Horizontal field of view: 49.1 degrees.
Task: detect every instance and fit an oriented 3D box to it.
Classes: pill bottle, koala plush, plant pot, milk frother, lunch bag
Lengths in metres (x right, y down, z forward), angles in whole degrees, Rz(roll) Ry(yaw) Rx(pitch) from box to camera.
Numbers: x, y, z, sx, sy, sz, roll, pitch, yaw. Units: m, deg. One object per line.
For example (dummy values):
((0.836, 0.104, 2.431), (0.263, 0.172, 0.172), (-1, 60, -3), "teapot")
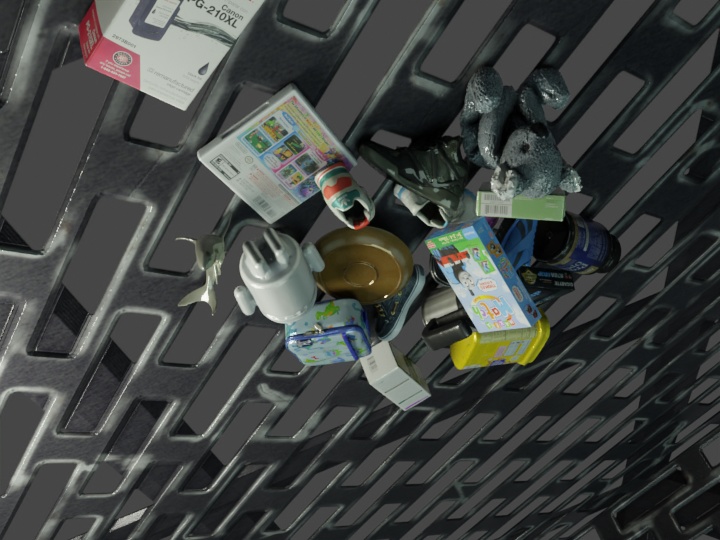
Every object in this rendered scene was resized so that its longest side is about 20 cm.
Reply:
((0.440, -0.053, 1.603), (0.197, 0.113, 0.112), (13, 131, -38), "pill bottle")
((0.260, -0.193, 1.259), (0.174, 0.202, 0.186), (-7, 141, -21), "koala plush")
((0.000, 0.000, 1.446), (0.195, 0.028, 0.202), (1, 136, 1), "plant pot")
((0.183, 0.037, 1.555), (0.179, 0.203, 0.187), (-21, 177, -39), "milk frother")
((-0.058, 0.122, 1.529), (0.157, 0.084, 0.201), (-10, 158, 3), "lunch bag")

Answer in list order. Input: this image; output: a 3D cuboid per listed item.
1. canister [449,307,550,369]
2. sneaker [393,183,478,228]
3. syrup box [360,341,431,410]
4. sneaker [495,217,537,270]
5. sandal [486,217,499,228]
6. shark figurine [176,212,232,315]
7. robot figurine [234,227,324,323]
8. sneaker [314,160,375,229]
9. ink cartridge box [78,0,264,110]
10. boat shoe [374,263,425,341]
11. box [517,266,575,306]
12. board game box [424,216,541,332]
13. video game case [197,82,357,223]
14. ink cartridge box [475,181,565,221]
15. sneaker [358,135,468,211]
((0.318, 0.158, 1.820), (0.196, 0.088, 0.150), (-4, 139, -22), "canister")
((0.147, -0.105, 1.405), (0.197, 0.088, 0.075), (10, 132, -38), "sneaker")
((0.081, 0.242, 1.800), (0.081, 0.080, 0.200), (-31, 143, 10), "syrup box")
((0.300, -0.059, 1.487), (0.078, 0.066, 0.202), (34, 77, -13), "sneaker")
((0.226, -0.055, 1.536), (0.081, 0.050, 0.205), (-8, 142, -17), "sandal")
((-0.267, -0.023, 1.313), (0.088, 0.131, 0.215), (14, 154, -6), "shark figurine")
((-0.140, 0.015, 1.373), (0.167, 0.114, 0.201), (-28, 144, -7), "robot figurine")
((-0.014, -0.098, 1.296), (0.069, 0.095, 0.200), (-28, 157, 6), "sneaker")
((-0.223, -0.315, 0.946), (0.143, 0.085, 0.200), (18, 127, -42), "ink cartridge box")
((0.050, 0.060, 1.577), (0.089, 0.072, 0.202), (7, 131, -23), "boat shoe")
((0.325, 0.047, 1.661), (0.156, 0.047, 0.199), (5, 158, -33), "box")
((0.212, 0.012, 1.379), (0.036, 0.202, 0.151), (-38, -169, -27), "board game box")
((-0.124, -0.174, 1.225), (0.180, 0.024, 0.200), (-33, 142, 11), "video game case")
((0.281, -0.129, 1.366), (0.142, 0.200, 0.049), (4, 107, 13), "ink cartridge box")
((0.095, -0.187, 1.292), (0.196, 0.076, 0.116), (23, 93, -17), "sneaker")
